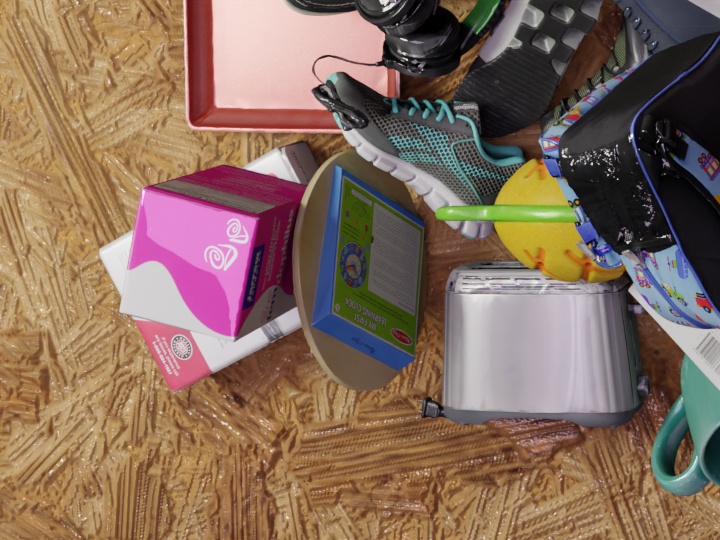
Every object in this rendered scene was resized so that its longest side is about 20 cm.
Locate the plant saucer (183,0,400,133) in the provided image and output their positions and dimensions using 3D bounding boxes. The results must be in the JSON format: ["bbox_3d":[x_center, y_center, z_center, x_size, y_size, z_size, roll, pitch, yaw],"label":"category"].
[{"bbox_3d":[-0.056,-0.222,1.667,0.197,0.037,0.203,2,100,16],"label":"plant saucer"}]

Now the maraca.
[{"bbox_3d":[0.158,-0.045,1.528,0.198,0.137,0.108,1,89,32],"label":"maraca"}]

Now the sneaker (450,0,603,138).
[{"bbox_3d":[0.145,-0.194,1.599,0.074,0.089,0.200,30,131,-12],"label":"sneaker"}]

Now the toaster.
[{"bbox_3d":[0.145,0.060,1.613,0.198,0.114,0.131,0,95,19],"label":"toaster"}]

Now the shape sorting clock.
[{"bbox_3d":[0.000,0.000,1.602,0.039,0.199,0.202,-7,97,31],"label":"shape sorting clock"}]

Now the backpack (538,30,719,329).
[{"bbox_3d":[0.245,-0.050,1.386,0.134,0.182,0.201,-14,112,49],"label":"backpack"}]

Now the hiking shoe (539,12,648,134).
[{"bbox_3d":[0.198,-0.132,1.583,0.100,0.076,0.202,9,102,12],"label":"hiking shoe"}]

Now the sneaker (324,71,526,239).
[{"bbox_3d":[0.058,-0.116,1.603,0.199,0.078,0.091,35,111,-25],"label":"sneaker"}]

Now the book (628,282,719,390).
[{"bbox_3d":[0.311,-0.017,1.466,0.200,0.048,0.134,-51,47,14],"label":"book"}]

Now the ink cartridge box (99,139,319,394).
[{"bbox_3d":[-0.106,-0.005,1.691,0.199,0.083,0.146,-28,91,18],"label":"ink cartridge box"}]

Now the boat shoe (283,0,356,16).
[{"bbox_3d":[0.030,-0.258,1.581,0.197,0.066,0.075,-13,101,-6],"label":"boat shoe"}]

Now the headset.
[{"bbox_3d":[0.045,-0.195,1.534,0.199,0.124,0.094,-39,49,-6],"label":"headset"}]

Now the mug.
[{"bbox_3d":[0.319,0.094,1.540,0.183,0.115,0.153,-10,140,3],"label":"mug"}]

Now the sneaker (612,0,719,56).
[{"bbox_3d":[0.221,-0.168,1.486,0.201,0.077,0.147,27,107,-3],"label":"sneaker"}]

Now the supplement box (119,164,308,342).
[{"bbox_3d":[-0.107,-0.018,1.540,0.102,0.200,0.102,15,102,13],"label":"supplement box"}]
